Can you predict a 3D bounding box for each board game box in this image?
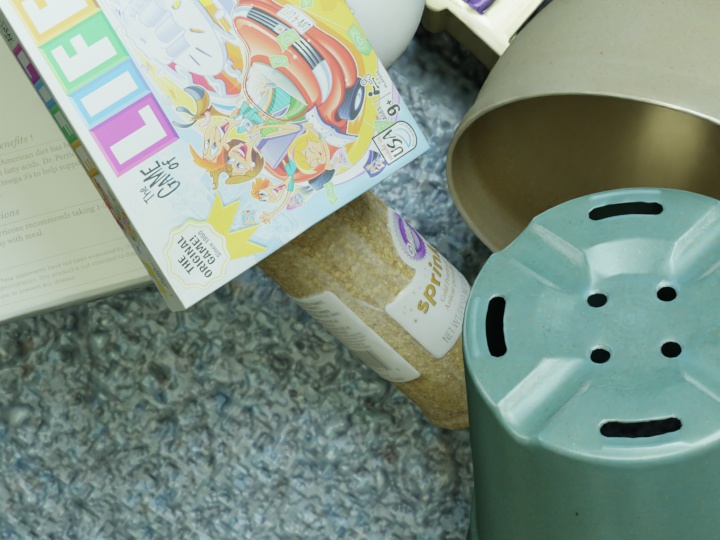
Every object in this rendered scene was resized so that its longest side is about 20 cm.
[{"bbox_3d":[-0.077,-0.103,0.827,0.134,0.034,0.201,-34,98,-16],"label":"board game box"}]

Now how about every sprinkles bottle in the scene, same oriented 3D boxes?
[{"bbox_3d":[0.000,0.000,0.943,0.068,0.068,0.200,-47,124,1],"label":"sprinkles bottle"}]

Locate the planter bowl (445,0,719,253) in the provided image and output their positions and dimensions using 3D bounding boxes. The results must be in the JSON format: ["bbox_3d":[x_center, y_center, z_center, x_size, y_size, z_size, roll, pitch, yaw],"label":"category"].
[{"bbox_3d":[0.156,-0.075,0.910,0.199,0.200,0.135,23,64,1],"label":"planter bowl"}]

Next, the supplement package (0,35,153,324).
[{"bbox_3d":[-0.154,-0.084,0.975,0.116,0.117,0.202,-14,91,0],"label":"supplement package"}]

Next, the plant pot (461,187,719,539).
[{"bbox_3d":[0.131,0.081,0.871,0.198,0.197,0.201,-7,49,8],"label":"plant pot"}]

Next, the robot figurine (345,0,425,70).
[{"bbox_3d":[-0.039,-0.162,0.947,0.112,0.170,0.201,-32,52,2],"label":"robot figurine"}]

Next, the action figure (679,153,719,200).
[{"bbox_3d":[0.218,-0.038,1.000,0.200,0.055,0.118,-39,91,8],"label":"action figure"}]

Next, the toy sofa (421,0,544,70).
[{"bbox_3d":[0.106,-0.200,0.987,0.097,0.083,0.200,42,91,0],"label":"toy sofa"}]
